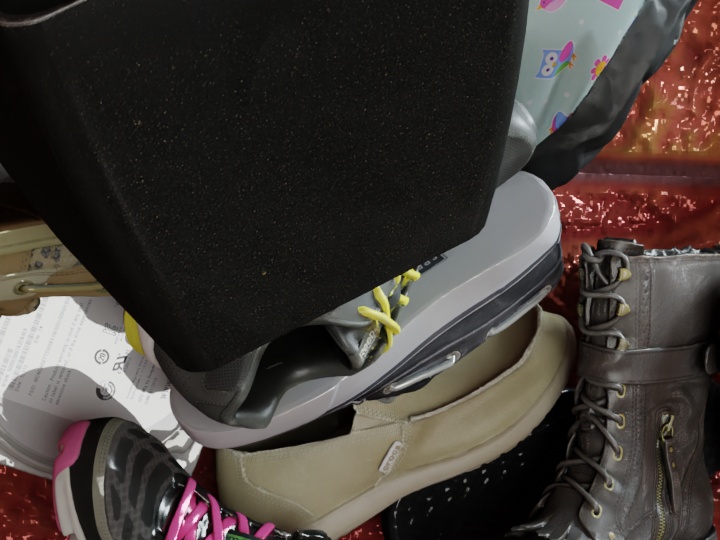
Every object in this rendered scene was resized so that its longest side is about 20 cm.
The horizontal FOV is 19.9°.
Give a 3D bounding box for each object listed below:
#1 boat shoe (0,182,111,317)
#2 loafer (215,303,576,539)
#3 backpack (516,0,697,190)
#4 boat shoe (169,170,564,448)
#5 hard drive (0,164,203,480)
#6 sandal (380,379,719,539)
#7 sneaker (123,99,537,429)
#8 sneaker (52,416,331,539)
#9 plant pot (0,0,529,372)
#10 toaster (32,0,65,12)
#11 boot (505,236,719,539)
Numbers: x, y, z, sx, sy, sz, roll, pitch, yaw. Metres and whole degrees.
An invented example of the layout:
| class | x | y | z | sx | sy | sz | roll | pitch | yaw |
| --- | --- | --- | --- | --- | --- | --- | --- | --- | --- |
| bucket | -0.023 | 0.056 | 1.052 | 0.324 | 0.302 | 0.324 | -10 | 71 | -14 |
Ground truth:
| class | x | y | z | sx | sy | sz | roll | pitch | yaw |
| --- | --- | --- | --- | --- | --- | --- | --- | --- | --- |
| boat shoe | -0.130 | -0.004 | 0.886 | 0.199 | 0.073 | 0.063 | -10 | 110 | -22 |
| loafer | 0.015 | 0.068 | 0.992 | 0.200 | 0.076 | 0.068 | -33 | 115 | -11 |
| backpack | 0.052 | -0.146 | 0.936 | 0.200 | 0.127 | 0.167 | 33 | 86 | -27 |
| boat shoe | 0.008 | 0.030 | 0.939 | 0.200 | 0.072 | 0.068 | -33 | 139 | -14 |
| hard drive | -0.152 | 0.020 | 0.942 | 0.199 | 0.038 | 0.140 | 21 | 92 | -22 |
| sandal | 0.099 | 0.094 | 1.046 | 0.199 | 0.045 | 0.075 | -17 | 107 | -14 |
| sneaker | 0.000 | 0.000 | 0.882 | 0.200 | 0.085 | 0.075 | -34 | 147 | -5 |
| sneaker | -0.057 | 0.133 | 0.924 | 0.200 | 0.087 | 0.074 | 54 | 35 | -29 |
| plant pot | -0.053 | -0.086 | 0.768 | 0.200 | 0.199 | 0.178 | -28 | 127 | -18 |
| toaster | -0.106 | -0.151 | 0.888 | 0.129 | 0.114 | 0.201 | -14 | 106 | -21 |
| boot | 0.110 | 0.071 | 0.971 | 0.200 | 0.069 | 0.175 | -11 | 106 | -47 |
